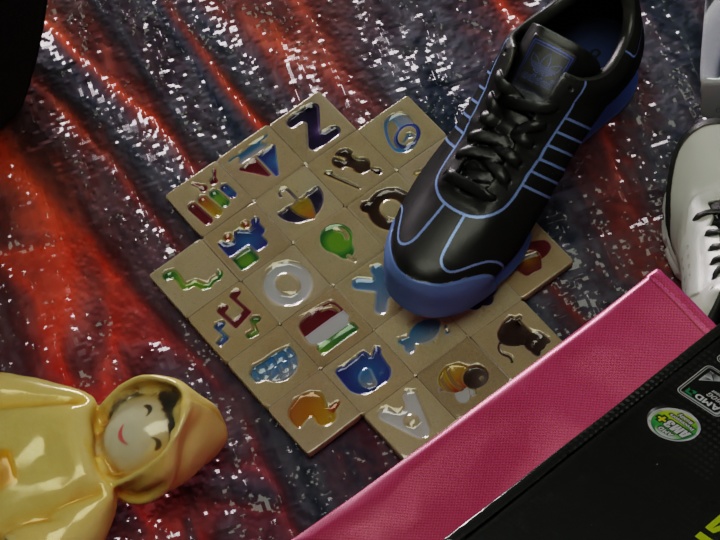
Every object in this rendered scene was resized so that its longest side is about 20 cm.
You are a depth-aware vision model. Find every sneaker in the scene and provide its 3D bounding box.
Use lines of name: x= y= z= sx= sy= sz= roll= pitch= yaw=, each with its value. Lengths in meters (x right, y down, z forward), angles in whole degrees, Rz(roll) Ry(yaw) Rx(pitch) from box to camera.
sneaker: x=0.074 y=-0.069 z=1.379 sx=0.070 sy=0.078 sz=0.200 roll=27 pitch=63 yaw=19
sneaker: x=0.185 y=0.005 z=1.330 sx=0.074 sy=0.080 sz=0.200 roll=-8 pitch=58 yaw=4

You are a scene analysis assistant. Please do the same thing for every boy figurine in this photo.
boy figurine: x=-0.162 y=0.100 z=1.324 sx=0.200 sy=0.064 sz=0.124 roll=-11 pitch=57 yaw=4

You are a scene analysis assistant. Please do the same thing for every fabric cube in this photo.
fabric cube: x=0.113 y=0.163 z=1.178 sx=0.199 sy=0.200 sz=0.196 roll=-37 pitch=64 yaw=-12

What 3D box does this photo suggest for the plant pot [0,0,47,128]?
plant pot: x=-0.274 y=-0.122 z=1.399 sx=0.200 sy=0.177 sz=0.200 roll=35 pitch=68 yaw=23

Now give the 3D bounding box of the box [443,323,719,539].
box: x=0.157 y=0.121 z=1.011 sx=0.200 sy=0.048 sz=0.193 roll=35 pitch=41 yaw=23

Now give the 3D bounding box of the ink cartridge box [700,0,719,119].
ink cartridge box: x=0.279 y=-0.164 z=1.438 sx=0.198 sy=0.043 sz=0.200 roll=2 pitch=59 yaw=8

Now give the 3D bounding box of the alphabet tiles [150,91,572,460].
alphabet tiles: x=0.000 y=0.000 z=1.395 sx=0.166 sy=0.006 sz=0.200 roll=-36 pitch=62 yaw=-15
